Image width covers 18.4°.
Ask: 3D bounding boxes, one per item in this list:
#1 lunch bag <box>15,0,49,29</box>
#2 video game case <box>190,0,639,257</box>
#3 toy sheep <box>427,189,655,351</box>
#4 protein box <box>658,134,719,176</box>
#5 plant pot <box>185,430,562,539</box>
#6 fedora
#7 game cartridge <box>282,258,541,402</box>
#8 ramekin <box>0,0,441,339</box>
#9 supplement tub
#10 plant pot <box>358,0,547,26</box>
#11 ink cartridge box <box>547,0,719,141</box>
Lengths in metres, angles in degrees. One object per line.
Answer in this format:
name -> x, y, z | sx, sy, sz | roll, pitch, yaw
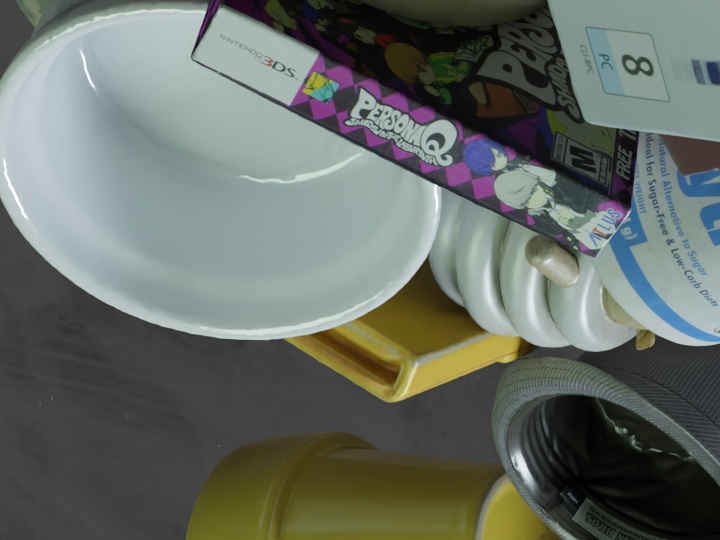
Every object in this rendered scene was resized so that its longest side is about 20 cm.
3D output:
lunch bag -> -0.086, -0.162, 1.079 | 0.199, 0.118, 0.164 | 21, 160, 25
video game case -> 0.035, -0.117, 0.917 | 0.180, 0.201, 0.036 | 26, 133, -11
toy sheep -> 0.086, -0.030, 1.077 | 0.200, 0.138, 0.139 | 35, 150, 35
protein box -> 0.196, -0.153, 0.748 | 0.199, 0.199, 0.135 | -7, 123, 49
plant pot -> 0.021, 0.193, 1.365 | 0.188, 0.201, 0.202 | -11, 124, 32
fedora -> 0.162, 0.088, 1.174 | 0.177, 0.090, 0.200 | 43, 154, -2
game cartridge -> 0.000, 0.000, 1.145 | 0.176, 0.200, 0.033 | 31, 109, 23
ramekin -> -0.058, -0.071, 0.987 | 0.199, 0.098, 0.201 | 6, 138, 5
supplement tub -> 0.198, -0.048, 0.931 | 0.199, 0.132, 0.132 | -19, 116, 50
plant pot -> 0.048, -0.230, 0.851 | 0.187, 0.187, 0.200 | 37, 133, 4
ink cartridge box -> 0.133, -0.108, 0.639 | 0.199, 0.047, 0.161 | 13, 134, 41
